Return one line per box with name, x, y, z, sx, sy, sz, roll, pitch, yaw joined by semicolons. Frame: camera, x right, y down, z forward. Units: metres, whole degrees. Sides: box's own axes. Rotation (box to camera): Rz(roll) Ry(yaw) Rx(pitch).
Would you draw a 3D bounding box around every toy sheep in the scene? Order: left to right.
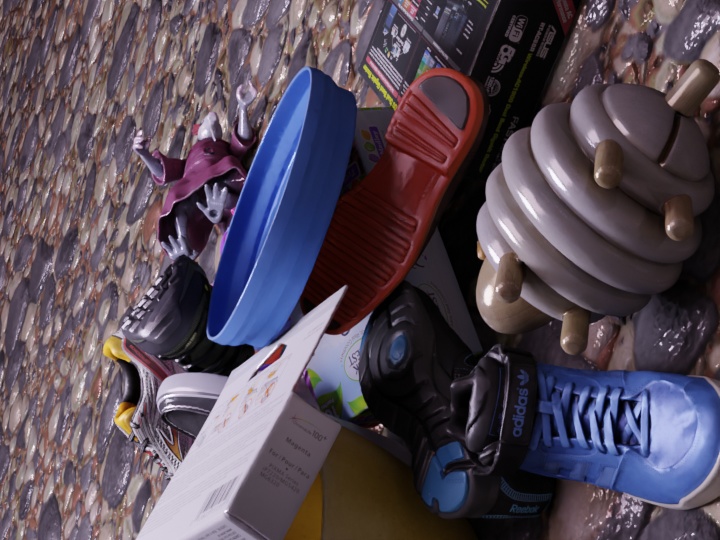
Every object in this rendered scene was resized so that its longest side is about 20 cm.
toy sheep;0.136;-0.038;0.964;0.200;0.138;0.138;-46;35;26

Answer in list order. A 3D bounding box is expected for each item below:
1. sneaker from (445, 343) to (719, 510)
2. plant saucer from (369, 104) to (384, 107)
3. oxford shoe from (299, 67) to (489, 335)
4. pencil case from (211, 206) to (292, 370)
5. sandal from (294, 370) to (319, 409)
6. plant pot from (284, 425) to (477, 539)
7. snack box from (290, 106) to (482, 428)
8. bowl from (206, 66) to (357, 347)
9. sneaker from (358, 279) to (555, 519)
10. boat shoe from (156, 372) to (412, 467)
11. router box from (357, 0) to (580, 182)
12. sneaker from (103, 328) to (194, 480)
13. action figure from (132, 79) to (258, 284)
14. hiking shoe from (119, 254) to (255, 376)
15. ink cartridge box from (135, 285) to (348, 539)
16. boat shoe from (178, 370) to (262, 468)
sneaker;0.120;0.086;0.950;0.200;0.111;0.077;0;79;66
plant saucer;0.008;-0.032;1.367;0.200;0.037;0.201;-42;42;54
oxford shoe;0.030;-0.042;1.151;0.071;0.073;0.200;38;105;17
pencil case;-0.091;0.032;1.421;0.200;0.088;0.089;112;158;-50
sandal;-0.046;0.119;1.392;0.082;0.050;0.203;-42;41;53
plant pot;-0.004;0.201;1.136;0.200;0.142;0.200;-43;41;52
snack box;0.000;0.000;1.254;0.142;0.053;0.200;-40;63;47
bowl;-0.054;-0.040;1.172;0.201;0.039;0.201;-160;90;-79
sneaker;0.058;0.088;1.109;0.073;0.082;0.200;-55;37;30
boat shoe;-0.062;0.136;1.240;0.070;0.200;0.066;104;-172;-55
router box;0.075;-0.172;1.253;0.150;0.062;0.200;-67;25;20
sneaker;-0.168;0.137;1.447;0.078;0.082;0.201;-10;95;64
action figure;-0.144;-0.093;1.715;0.200;0.134;0.149;-93;-18;-59
hiking shoe;-0.117;0.045;1.287;0.076;0.101;0.200;-49;2;3
ink cartridge box;-0.070;0.117;1.102;0.200;0.044;0.174;-37;20;57
boat shoe;-0.108;0.155;1.309;0.075;0.066;0.200;82;-169;-46
